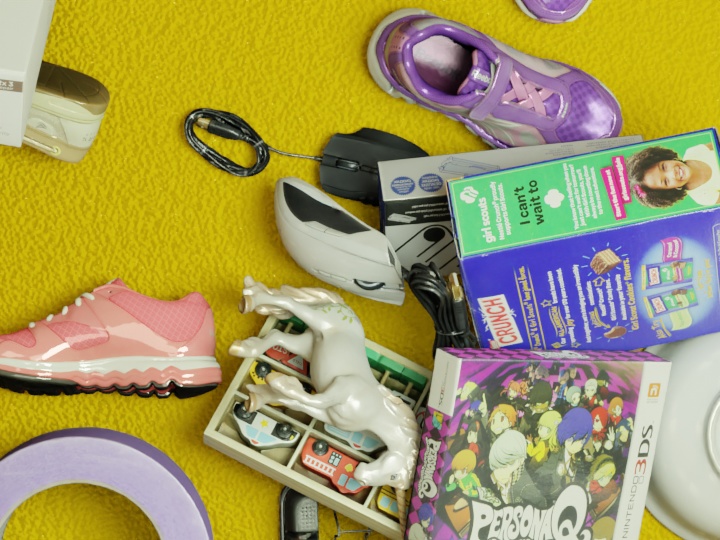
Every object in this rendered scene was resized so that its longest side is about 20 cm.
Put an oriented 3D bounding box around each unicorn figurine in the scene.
[{"bbox_3d":[-0.021,0.084,1.693,0.137,0.074,0.200,10,56,-26],"label":"unicorn figurine"}]

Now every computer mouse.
[{"bbox_3d":[0.000,0.000,1.719,0.200,0.110,0.044,33,68,31],"label":"computer mouse"},{"bbox_3d":[-0.037,-0.087,1.770,0.199,0.034,0.059,11,91,-3],"label":"computer mouse"}]

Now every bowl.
[{"bbox_3d":[0.301,0.121,1.763,0.200,0.090,0.202,0,92,-3],"label":"bowl"}]

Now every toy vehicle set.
[{"bbox_3d":[-0.001,0.118,1.744,0.200,0.027,0.124,26,69,5],"label":"toy vehicle set"}]

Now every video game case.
[{"bbox_3d":[0.129,0.148,1.707,0.200,0.036,0.182,3,102,-33],"label":"video game case"}]

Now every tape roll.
[{"bbox_3d":[-0.208,0.220,1.741,0.199,0.085,0.201,0,90,-3],"label":"tape roll"}]

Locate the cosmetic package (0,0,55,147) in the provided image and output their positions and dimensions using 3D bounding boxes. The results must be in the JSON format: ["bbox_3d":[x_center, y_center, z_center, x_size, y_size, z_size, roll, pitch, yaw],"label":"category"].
[{"bbox_3d":[-0.279,-0.192,1.678,0.113,0.081,0.200,10,51,-2],"label":"cosmetic package"}]

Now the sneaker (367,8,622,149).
[{"bbox_3d":[0.102,-0.136,1.742,0.200,0.088,0.081,21,89,-4],"label":"sneaker"}]

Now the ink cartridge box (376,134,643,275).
[{"bbox_3d":[0.114,-0.046,1.747,0.199,0.094,0.044,-7,50,-3],"label":"ink cartridge box"}]

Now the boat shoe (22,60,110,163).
[{"bbox_3d":[-0.289,-0.133,1.737,0.200,0.074,0.067,20,115,4],"label":"boat shoe"}]

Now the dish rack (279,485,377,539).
[{"bbox_3d":[0.040,0.233,1.771,0.199,0.055,0.154,-2,93,-5],"label":"dish rack"}]

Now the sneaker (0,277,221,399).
[{"bbox_3d":[-0.204,0.049,1.755,0.200,0.074,0.087,3,77,-7],"label":"sneaker"}]

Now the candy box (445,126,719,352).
[{"bbox_3d":[0.173,-0.010,1.704,0.199,0.169,0.077,-12,55,3],"label":"candy box"}]

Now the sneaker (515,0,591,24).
[{"bbox_3d":[0.158,-0.286,1.750,0.080,0.088,0.201,11,92,-4],"label":"sneaker"}]
